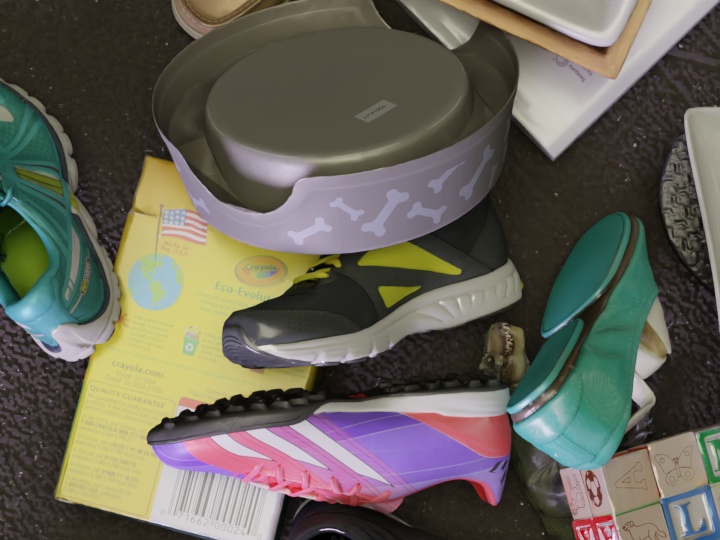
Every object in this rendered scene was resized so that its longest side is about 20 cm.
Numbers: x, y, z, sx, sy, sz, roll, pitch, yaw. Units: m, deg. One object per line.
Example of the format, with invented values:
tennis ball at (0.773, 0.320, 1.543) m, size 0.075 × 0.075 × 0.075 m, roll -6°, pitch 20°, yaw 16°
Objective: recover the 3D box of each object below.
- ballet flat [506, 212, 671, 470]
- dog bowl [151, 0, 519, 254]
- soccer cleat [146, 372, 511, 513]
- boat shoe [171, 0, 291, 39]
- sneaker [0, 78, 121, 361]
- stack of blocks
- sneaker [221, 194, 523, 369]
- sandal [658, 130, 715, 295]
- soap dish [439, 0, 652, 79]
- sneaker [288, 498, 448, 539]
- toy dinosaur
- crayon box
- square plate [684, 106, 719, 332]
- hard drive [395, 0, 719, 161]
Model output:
ballet flat at (0.131, 0.044, 1.323) m, size 0.070 × 0.200 × 0.067 m, roll 45°, pitch 124°, yaw -11°
dog bowl at (-0.011, -0.079, 1.327) m, size 0.200 × 0.200 × 0.059 m, roll -7°, pitch 124°, yaw 2°
soccer cleat at (-0.014, 0.099, 1.320) m, size 0.200 × 0.068 × 0.073 m, roll -5°, pitch 94°, yaw -14°
boat shoe at (-0.037, -0.216, 1.393) m, size 0.074 × 0.066 × 0.200 m, roll 38°, pitch 87°, yaw 5°
sneaker at (-0.196, -0.041, 1.358) m, size 0.077 × 0.080 × 0.200 m, roll -40°, pitch 60°, yaw 11°
stack of blocks at (0.221, 0.134, 1.323) m, size 0.200 × 0.059 × 0.115 m, roll -14°, pitch 85°, yaw -18°
sneaker at (0.000, 0.000, 1.329) m, size 0.200 × 0.074 × 0.085 m, roll -17°, pitch 98°, yaw -41°
sandal at (0.236, 0.003, 1.379) m, size 0.075 × 0.045 × 0.200 m, roll -42°, pitch 99°, yaw 3°
soap dish at (0.107, -0.224, 1.350) m, size 0.157 × 0.081 × 0.200 m, roll 24°, pitch 86°, yaw 0°
sneaker at (0.043, 0.183, 1.324) m, size 0.200 × 0.099 × 0.071 m, roll 22°, pitch 102°, yaw 10°
toy dinosaur at (0.128, 0.118, 1.368) m, size 0.088 × 0.047 × 0.200 m, roll -16°, pitch 89°, yaw 4°
crayon box at (-0.084, 0.048, 1.377) m, size 0.127 × 0.051 × 0.200 m, roll 15°, pitch 86°, yaw 3°
square plate at (0.274, 0.009, 1.326) m, size 0.198 × 0.028 × 0.200 m, roll -1°, pitch 72°, yaw -17°
hard drive at (0.136, -0.179, 1.403) m, size 0.200 × 0.027 × 0.132 m, roll -44°, pitch 85°, yaw -2°
